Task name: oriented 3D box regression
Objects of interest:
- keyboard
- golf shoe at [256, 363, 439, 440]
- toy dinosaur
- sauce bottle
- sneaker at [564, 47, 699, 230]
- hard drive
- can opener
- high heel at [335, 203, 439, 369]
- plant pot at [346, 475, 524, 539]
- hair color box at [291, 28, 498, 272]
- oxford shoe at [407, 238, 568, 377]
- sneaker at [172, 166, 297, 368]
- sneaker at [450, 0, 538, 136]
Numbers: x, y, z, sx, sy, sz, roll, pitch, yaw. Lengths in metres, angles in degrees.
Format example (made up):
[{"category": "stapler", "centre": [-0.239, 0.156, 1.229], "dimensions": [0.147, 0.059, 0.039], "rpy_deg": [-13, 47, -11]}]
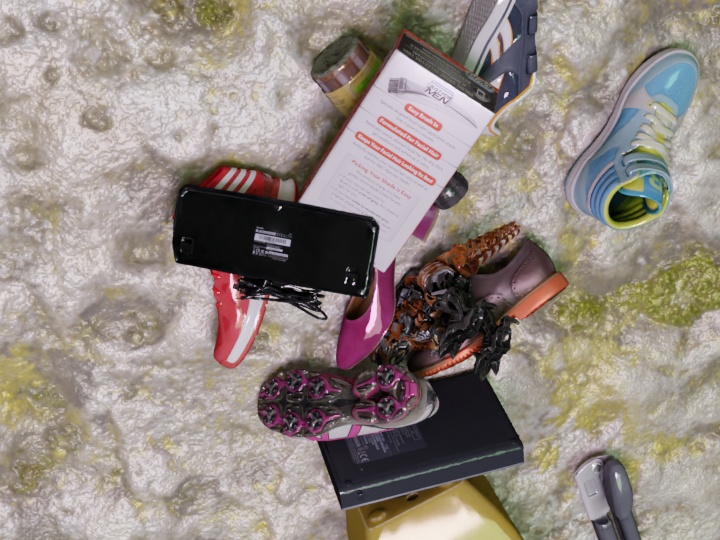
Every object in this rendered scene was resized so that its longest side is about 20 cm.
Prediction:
[{"category": "keyboard", "centre": [-0.084, -0.017, 1.368], "dimensions": [0.197, 0.040, 0.105], "rpy_deg": [11, 95, 5]}, {"category": "golf shoe", "centre": [-0.014, 0.144, 1.478], "dimensions": [0.198, 0.074, 0.092], "rpy_deg": [-5, 161, 28]}, {"category": "toy dinosaur", "centre": [0.087, 0.032, 1.454], "dimensions": [0.101, 0.136, 0.201], "rpy_deg": [3, 125, -37]}, {"category": "sauce bottle", "centre": [0.035, -0.143, 1.409], "dimensions": [0.065, 0.065, 0.200], "rpy_deg": [-42, 117, 5]}, {"category": "sneaker", "centre": [0.298, -0.125, 1.445], "dimensions": [0.079, 0.131, 0.201], "rpy_deg": [27, 103, -21]}, {"category": "hard drive", "centre": [0.058, 0.175, 1.500], "dimensions": [0.197, 0.140, 0.033], "rpy_deg": [-13, 124, -9]}, {"category": "can opener", "centre": [0.299, 0.300, 1.660], "dimensions": [0.052, 0.067, 0.202], "rpy_deg": [-24, 120, -5]}, {"category": "high heel", "centre": [0.000, 0.000, 1.452], "dimensions": [0.095, 0.067, 0.201], "rpy_deg": [24, 101, -27]}, {"category": "plant pot", "centre": [0.082, 0.306, 1.540], "dimensions": [0.194, 0.194, 0.202], "rpy_deg": [-27, 111, -2]}, {"category": "hair color box", "centre": [0.032, -0.111, 1.345], "dimensions": [0.110, 0.064, 0.201], "rpy_deg": [31, 120, -8]}, {"category": "oxford shoe", "centre": [0.123, 0.045, 1.518], "dimensions": [0.199, 0.071, 0.073], "rpy_deg": [-36, 84, 8]}, {"category": "sneaker", "centre": [-0.142, -0.010, 1.422], "dimensions": [0.114, 0.078, 0.202], "rpy_deg": [17, 95, -11]}, {"category": "sneaker", "centre": [0.141, -0.225, 1.395], "dimensions": [0.079, 0.079, 0.202], "rpy_deg": [16, 118, -15]}]
